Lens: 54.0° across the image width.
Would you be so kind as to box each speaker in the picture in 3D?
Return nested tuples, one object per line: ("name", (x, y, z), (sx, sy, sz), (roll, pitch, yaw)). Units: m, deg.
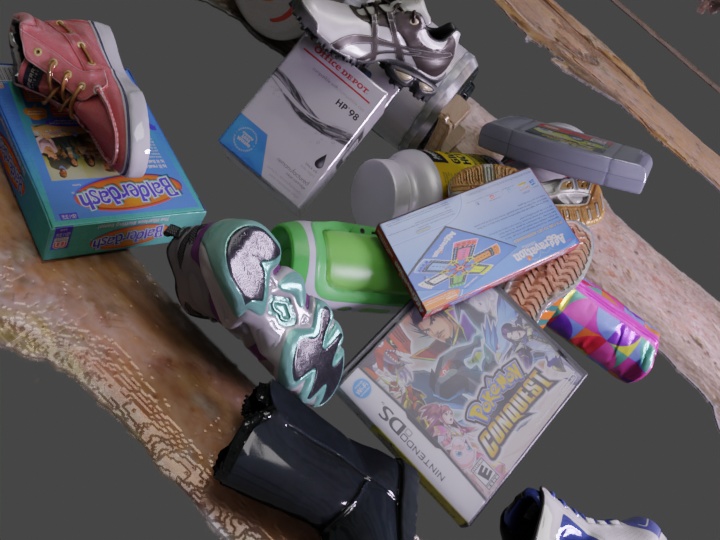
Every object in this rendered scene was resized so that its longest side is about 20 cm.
("speaker", (0.000, 0.000, 0.735), (0.197, 0.089, 0.090), (6, 49, -33))

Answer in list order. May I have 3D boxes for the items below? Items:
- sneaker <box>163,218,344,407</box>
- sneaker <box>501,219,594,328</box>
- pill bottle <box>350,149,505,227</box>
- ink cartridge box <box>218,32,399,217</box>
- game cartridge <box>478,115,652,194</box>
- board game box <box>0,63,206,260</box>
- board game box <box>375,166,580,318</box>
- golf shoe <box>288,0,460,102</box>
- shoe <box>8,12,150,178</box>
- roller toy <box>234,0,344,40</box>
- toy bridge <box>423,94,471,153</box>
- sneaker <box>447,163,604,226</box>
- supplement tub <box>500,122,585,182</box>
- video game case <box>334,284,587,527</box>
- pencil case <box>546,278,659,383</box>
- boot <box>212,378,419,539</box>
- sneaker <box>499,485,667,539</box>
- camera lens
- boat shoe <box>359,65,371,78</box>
("sneaker", (-0.101, 0.032, 0.625), (0.078, 0.138, 0.202), (-48, 128, -31))
("sneaker", (0.183, 0.032, 0.782), (0.071, 0.080, 0.201), (37, 80, 9))
("pill bottle", (0.089, -0.088, 0.861), (0.197, 0.113, 0.114), (-4, 55, -39))
("ink cartridge box", (-0.050, -0.177, 0.783), (0.115, 0.067, 0.201), (38, 84, 1))
("game cartridge", (0.247, -0.144, 0.850), (0.197, 0.042, 0.133), (21, 27, 19))
("board game box", (-0.257, -0.111, 0.673), (0.150, 0.045, 0.202), (-10, 59, -43))
("board game box", (0.123, -0.034, 0.727), (0.197, 0.020, 0.104), (-21, 69, -22))
("golf shoe", (0.019, -0.260, 0.747), (0.197, 0.095, 0.079), (14, 38, -35))
("shoe", (-0.256, -0.159, 0.633), (0.090, 0.072, 0.202), (-2, 49, -37))
("roller toy", (-0.084, -0.422, 0.991), (0.139, 0.199, 0.184), (-30, 83, -48))
("toy bridge", (0.110, -0.164, 0.928), (0.027, 0.067, 0.200), (44, -2, 11))
("sneaker", (0.184, -0.069, 0.826), (0.196, 0.088, 0.077), (7, 75, -18))
("supplement tub", (0.254, -0.116, 0.992), (0.140, 0.141, 0.200), (39, 40, 2))
("video game case", (0.098, 0.106, 0.688), (0.181, 0.026, 0.200), (44, 68, 8))
("pencil case", (0.287, 0.058, 0.901), (0.198, 0.089, 0.089), (35, 40, -6))
("boot", (-0.038, 0.190, 0.530), (0.166, 0.077, 0.202), (32, 33, -14))
("sneaker", (0.198, 0.249, 0.655), (0.197, 0.081, 0.116), (-10, 61, -40))
("camera lens", (0.049, -0.271, 0.966), (0.199, 0.161, 0.160), (38, 40, 1))
("boat shoe", (-0.020, -0.230, 0.856), (0.071, 0.197, 0.066), (60, 2, -1))
